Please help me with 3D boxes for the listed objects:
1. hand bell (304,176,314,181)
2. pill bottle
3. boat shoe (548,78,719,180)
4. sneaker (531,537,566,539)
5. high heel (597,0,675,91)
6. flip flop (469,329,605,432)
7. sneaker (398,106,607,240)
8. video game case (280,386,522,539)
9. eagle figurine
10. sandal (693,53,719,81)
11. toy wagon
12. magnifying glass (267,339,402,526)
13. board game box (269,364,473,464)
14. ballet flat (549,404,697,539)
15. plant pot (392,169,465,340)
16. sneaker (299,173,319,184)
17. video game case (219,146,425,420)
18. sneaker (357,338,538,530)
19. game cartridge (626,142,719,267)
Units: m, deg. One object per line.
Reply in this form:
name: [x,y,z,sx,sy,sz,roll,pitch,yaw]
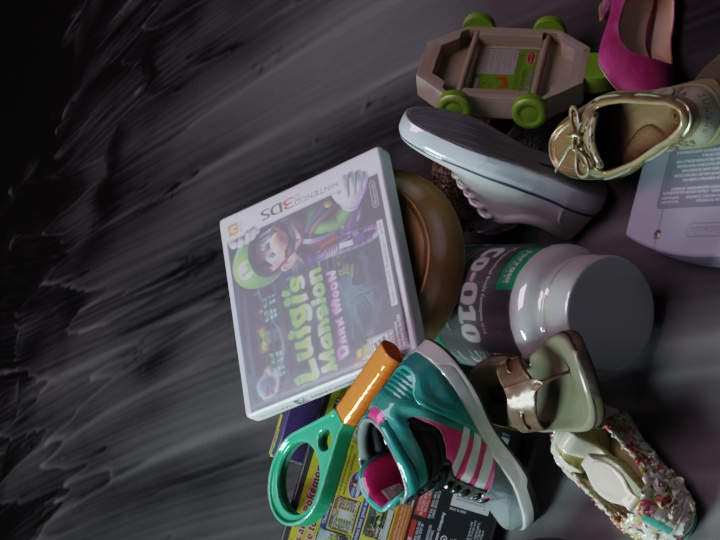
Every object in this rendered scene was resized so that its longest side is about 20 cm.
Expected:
hand bell: [-0.008,0.000,1.546,0.104,0.200,0.104,-24,18,8]
pill bottle: [0.151,0.033,1.372,0.200,0.113,0.113,1,73,58]
boat shoe: [0.217,-0.117,1.318,0.200,0.063,0.073,-18,85,54]
sneaker: [0.111,0.304,1.314,0.200,0.074,0.079,-50,40,30]
high heel: [0.257,-0.221,1.401,0.200,0.067,0.096,-84,20,-52]
flip flop: [0.131,0.096,1.275,0.200,0.057,0.081,-16,92,64]
sneaker: [0.119,-0.079,1.416,0.073,0.200,0.071,-83,19,-59]
video game case: [0.031,0.212,1.414,0.026,0.180,0.200,64,-138,-80]
eagle figurine: [0.108,-0.096,1.526,0.152,0.200,0.151,56,161,20]
sandal: [0.332,-0.204,1.260,0.200,0.054,0.080,-41,17,37]
toy wagon: [0.155,-0.182,1.474,0.155,0.200,0.040,-71,-19,-49]
magnifying glass: [-0.023,0.139,1.359,0.200,0.022,0.080,-55,43,27]
board game box: [0.023,0.100,1.483,0.057,0.165,0.200,156,130,-78]
ballet flat: [0.196,0.152,1.275,0.076,0.064,0.200,-63,30,8]
plant pot: [0.000,0.000,1.423,0.200,0.027,0.200,-13,67,31]
sneaker: [-0.014,-0.023,1.618,0.075,0.200,0.087,-23,32,9]
video game case: [-0.038,0.012,1.413,0.182,0.023,0.200,-24,62,26]
sneaker: [0.063,0.168,1.323,0.121,0.200,0.084,-38,26,-15]
game cartridge: [0.298,-0.069,1.274,0.200,0.040,0.134,1,69,59]
